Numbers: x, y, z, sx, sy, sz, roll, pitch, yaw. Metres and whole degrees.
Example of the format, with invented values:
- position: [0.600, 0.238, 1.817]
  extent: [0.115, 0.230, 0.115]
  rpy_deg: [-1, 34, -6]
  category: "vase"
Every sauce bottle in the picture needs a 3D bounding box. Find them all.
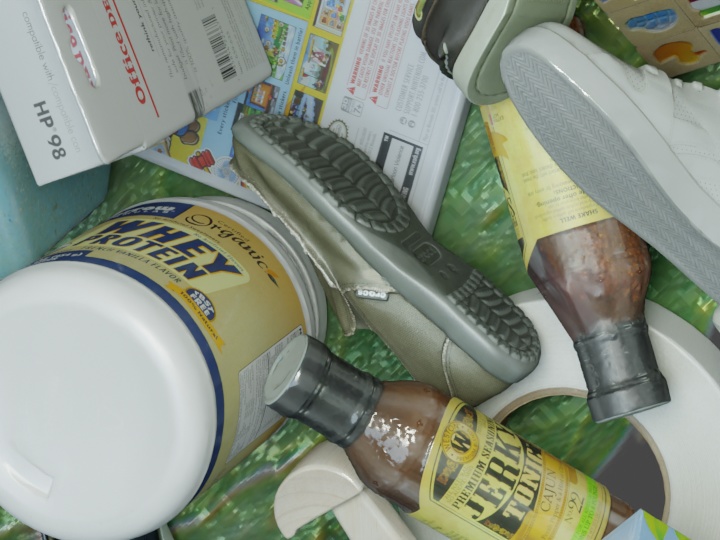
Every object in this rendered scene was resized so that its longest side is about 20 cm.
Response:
- position: [0.107, -0.025, 1.500]
  extent: [0.066, 0.066, 0.201]
  rpy_deg: [-17, 83, 25]
  category: "sauce bottle"
- position: [0.043, 0.098, 1.501]
  extent: [0.199, 0.065, 0.065]
  rpy_deg: [30, 116, -18]
  category: "sauce bottle"

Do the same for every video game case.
- position: [-0.024, -0.125, 1.568]
  extent: [0.181, 0.023, 0.201]
  rpy_deg: [22, 113, 14]
  category: "video game case"

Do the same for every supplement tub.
- position: [-0.108, 0.044, 1.550]
  extent: [0.144, 0.200, 0.145]
  rpy_deg: [6, 107, 19]
  category: "supplement tub"

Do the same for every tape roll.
- position: [0.115, 0.107, 1.572]
  extent: [0.202, 0.037, 0.204]
  rpy_deg: [6, 108, 20]
  category: "tape roll"

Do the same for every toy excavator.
- position: [0.019, 0.208, 1.590]
  extent: [0.194, 0.100, 0.201]
  rpy_deg: [33, 121, 8]
  category: "toy excavator"

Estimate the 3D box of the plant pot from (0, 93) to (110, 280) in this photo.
- position: [-0.239, -0.087, 1.576]
  extent: [0.195, 0.196, 0.201]
  rpy_deg: [-19, 104, 24]
  category: "plant pot"

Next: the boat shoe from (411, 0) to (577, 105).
- position: [0.091, -0.175, 1.430]
  extent: [0.061, 0.072, 0.202]
  rpy_deg: [47, 114, 31]
  category: "boat shoe"

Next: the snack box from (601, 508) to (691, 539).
- position: [0.165, 0.226, 1.508]
  extent: [0.199, 0.068, 0.169]
  rpy_deg: [32, 134, -14]
  category: "snack box"

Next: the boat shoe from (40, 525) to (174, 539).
- position: [-0.154, 0.125, 1.667]
  extent: [0.074, 0.062, 0.201]
  rpy_deg: [-10, 101, 25]
  category: "boat shoe"

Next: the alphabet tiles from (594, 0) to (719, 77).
- position: [0.189, -0.146, 1.407]
  extent: [0.166, 0.200, 0.006]
  rpy_deg: [-17, 56, 24]
  category: "alphabet tiles"

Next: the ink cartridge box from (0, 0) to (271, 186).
- position: [-0.128, -0.118, 1.488]
  extent: [0.066, 0.200, 0.116]
  rpy_deg: [-17, 98, 26]
  category: "ink cartridge box"

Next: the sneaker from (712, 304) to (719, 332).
- position: [0.227, 0.101, 1.497]
  extent: [0.081, 0.075, 0.201]
  rpy_deg: [-34, 90, 9]
  category: "sneaker"

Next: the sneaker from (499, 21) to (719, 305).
- position: [0.166, -0.073, 1.453]
  extent: [0.200, 0.116, 0.074]
  rpy_deg: [42, 159, -12]
  category: "sneaker"

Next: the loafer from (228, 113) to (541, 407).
- position: [0.000, 0.000, 1.536]
  extent: [0.200, 0.075, 0.070]
  rpy_deg: [45, 116, 13]
  category: "loafer"
